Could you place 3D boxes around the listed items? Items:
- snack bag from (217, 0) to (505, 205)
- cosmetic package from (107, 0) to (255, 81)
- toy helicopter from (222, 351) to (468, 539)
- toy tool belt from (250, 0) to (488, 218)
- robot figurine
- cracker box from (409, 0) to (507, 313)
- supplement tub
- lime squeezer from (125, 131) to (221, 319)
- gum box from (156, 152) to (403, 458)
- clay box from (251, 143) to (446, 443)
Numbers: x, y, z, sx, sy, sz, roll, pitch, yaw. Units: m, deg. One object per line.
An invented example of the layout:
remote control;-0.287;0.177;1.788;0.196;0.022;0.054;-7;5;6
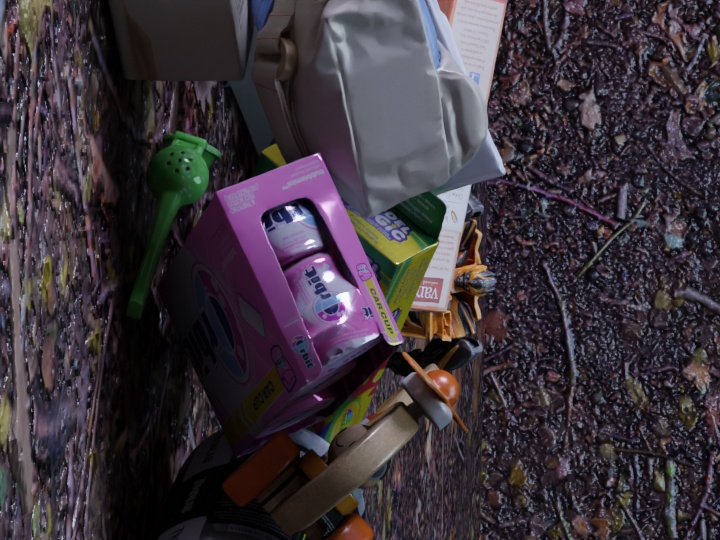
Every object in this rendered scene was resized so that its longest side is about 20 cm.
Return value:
snack bag;-0.015;-0.128;1.507;0.021;0.188;0.200;-27;97;-44
cosmetic package;-0.101;-0.207;1.353;0.200;0.071;0.105;83;11;-45
toy helicopter;0.014;0.088;1.442;0.079;0.132;0.200;47;23;1
toy tool belt;-0.012;-0.138;1.394;0.123;0.125;0.200;45;-25;60
robot figurine;0.000;0.000;1.671;0.058;0.200;0.145;-12;104;-49
cracker box;0.008;-0.084;1.588;0.058;0.134;0.201;6;96;-48
supplement tub;-0.069;0.181;1.478;0.200;0.122;0.123;-70;160;-66
lime squeezer;-0.103;-0.050;1.495;0.200;0.038;0.071;-76;165;-61
gum box;-0.047;0.022;1.416;0.114;0.066;0.200;64;-19;9
clay box;-0.027;0.008;1.533;0.048;0.115;0.200;-29;150;-44
